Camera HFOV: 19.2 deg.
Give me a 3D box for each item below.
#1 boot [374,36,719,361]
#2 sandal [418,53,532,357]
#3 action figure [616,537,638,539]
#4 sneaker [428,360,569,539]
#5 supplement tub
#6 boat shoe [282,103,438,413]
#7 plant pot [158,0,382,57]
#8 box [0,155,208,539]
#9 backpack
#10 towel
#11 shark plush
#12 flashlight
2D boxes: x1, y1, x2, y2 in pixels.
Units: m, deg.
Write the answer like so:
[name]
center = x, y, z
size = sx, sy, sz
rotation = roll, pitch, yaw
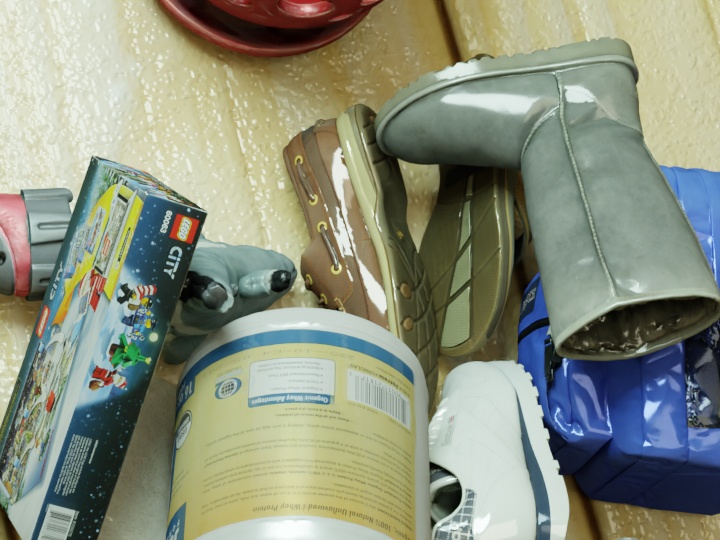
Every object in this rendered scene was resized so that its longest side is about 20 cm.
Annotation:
[boot]
center = 0.106, -0.034, 1.250
size = 0.181, 0.073, 0.201
rotation = -16, 61, 12
[sandal]
center = 0.082, -0.041, 1.354
size = 0.054, 0.080, 0.201
rotation = 20, 64, -34
[action figure]
center = 0.171, 0.258, 1.227
size = 0.118, 0.055, 0.201
rotation = 6, 67, -12
[sneaker]
center = 0.065, 0.109, 1.249
size = 0.080, 0.200, 0.077
rotation = 1, 114, -9
[supplement tub]
center = -0.033, 0.136, 1.152
size = 0.144, 0.145, 0.201
rotation = 13, 48, -14
[boat shoe]
center = 0.000, 0.000, 1.318
size = 0.067, 0.072, 0.201
rotation = -18, 75, 18
[plant pot]
center = -0.041, -0.242, 1.305
size = 0.199, 0.182, 0.201
rotation = 4, 74, -16
[box]
center = -0.149, 0.045, 1.175
size = 0.038, 0.137, 0.201
rotation = 17, 95, -21
[backpack]
center = 0.184, 0.033, 1.311
size = 0.167, 0.163, 0.201
rotation = 10, 73, -11
[towel]
center = -0.099, 0.161, 1.216
size = 0.132, 0.034, 0.200
rotation = 31, 43, -13
[shark plush]
center = -0.078, -0.001, 1.223
size = 0.083, 0.200, 0.091
rotation = -2, 80, -1
[flashlight]
center = -0.265, -0.010, 1.235
size = 0.199, 0.068, 0.068
rotation = -5, 107, -17
